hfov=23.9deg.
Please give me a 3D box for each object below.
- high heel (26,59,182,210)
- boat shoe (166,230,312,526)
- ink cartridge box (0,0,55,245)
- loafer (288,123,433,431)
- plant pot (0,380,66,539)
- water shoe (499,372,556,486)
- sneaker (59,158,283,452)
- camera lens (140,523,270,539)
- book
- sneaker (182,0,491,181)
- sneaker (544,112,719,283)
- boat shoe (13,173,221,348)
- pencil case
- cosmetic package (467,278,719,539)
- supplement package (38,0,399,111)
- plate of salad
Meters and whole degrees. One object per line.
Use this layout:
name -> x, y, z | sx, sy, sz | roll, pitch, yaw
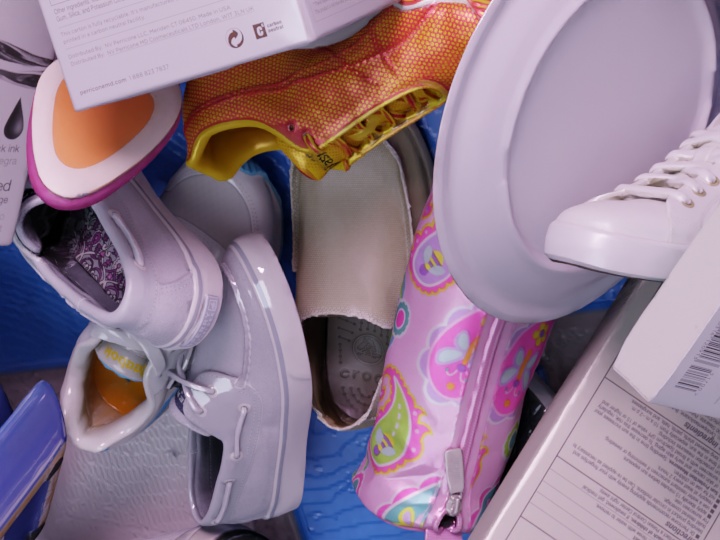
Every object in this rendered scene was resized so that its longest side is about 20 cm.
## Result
high heel -> -0.128, -0.072, 0.833 | 0.067, 0.201, 0.096 | 20, 130, -11
boat shoe -> -0.071, 0.066, 0.920 | 0.201, 0.068, 0.072 | 97, 150, -48
ink cartridge box -> -0.221, -0.119, 0.793 | 0.084, 0.145, 0.202 | 34, 116, 42
loafer -> 0.000, 0.000, 0.899 | 0.075, 0.068, 0.202 | 3, 116, 19
plant pot -> -0.283, 0.127, 0.962 | 0.179, 0.201, 0.200 | 33, 148, 2
water shoe -> 0.128, 0.129, 0.920 | 0.072, 0.079, 0.201 | -47, 68, 29
sneaker -> -0.106, 0.021, 0.943 | 0.076, 0.081, 0.201 | 32, 121, 4
camera lens -> -0.131, 0.245, 1.020 | 0.198, 0.160, 0.161 | -17, 109, 27
book -> 0.212, 0.013, 0.744 | 0.048, 0.199, 0.134 | 47, 112, 41
sneaker -> 0.003, -0.083, 0.817 | 0.198, 0.073, 0.078 | -12, 70, 32
sneaker -> 0.155, -0.041, 0.763 | 0.072, 0.199, 0.086 | 12, 105, 45
boat shoe -> -0.151, -0.025, 0.884 | 0.200, 0.068, 0.072 | 47, 111, 37
pencil case -> 0.055, 0.040, 0.863 | 0.086, 0.087, 0.202 | 18, 104, 11
cosmetic package -> 0.132, 0.101, 0.830 | 0.103, 0.201, 0.073 | 34, 167, 3
supplement package -> -0.079, -0.188, 0.724 | 0.118, 0.121, 0.202 | -12, 101, 24
plate of salad -> 0.099, -0.073, 0.770 | 0.048, 0.199, 0.202 | 29, 128, 41
